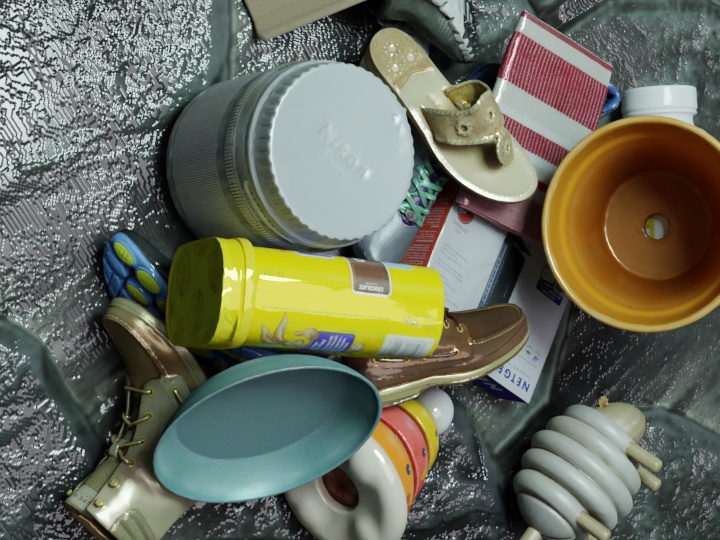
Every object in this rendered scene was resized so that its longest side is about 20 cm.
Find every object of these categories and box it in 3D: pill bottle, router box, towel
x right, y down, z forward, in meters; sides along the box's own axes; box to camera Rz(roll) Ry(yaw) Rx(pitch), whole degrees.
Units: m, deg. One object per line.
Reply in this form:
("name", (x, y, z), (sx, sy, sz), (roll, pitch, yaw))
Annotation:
("pill bottle", (0.331, -0.097, 1.525), (0.110, 0.111, 0.203), (-2, 91, -33))
("router box", (0.128, 0.011, 1.414), (0.199, 0.049, 0.181), (34, 71, -35))
("towel", (0.174, -0.136, 1.385), (0.143, 0.023, 0.203), (22, 84, -38))

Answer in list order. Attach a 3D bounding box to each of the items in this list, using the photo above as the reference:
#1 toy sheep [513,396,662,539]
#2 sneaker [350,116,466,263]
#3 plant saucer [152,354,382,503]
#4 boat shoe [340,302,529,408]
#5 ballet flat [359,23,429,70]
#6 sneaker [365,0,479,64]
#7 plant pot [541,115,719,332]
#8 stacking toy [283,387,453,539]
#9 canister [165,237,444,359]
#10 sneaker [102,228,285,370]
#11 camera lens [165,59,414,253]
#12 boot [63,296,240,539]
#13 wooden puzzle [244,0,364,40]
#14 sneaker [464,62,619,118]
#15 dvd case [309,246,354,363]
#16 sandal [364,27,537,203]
("toy sheep", (0.227, 0.218, 1.441), (0.200, 0.137, 0.138), (-47, 113, -19))
("sneaker", (0.054, -0.089, 1.336), (0.074, 0.087, 0.202), (36, 60, -29))
("plant saucer", (-0.080, 0.127, 1.163), (0.198, 0.201, 0.036), (5, 47, -33))
("boat shoe", (0.072, 0.066, 1.297), (0.198, 0.072, 0.068), (-18, 118, -21))
("ballet flat", (0.022, -0.173, 1.351), (0.069, 0.069, 0.201), (45, 66, -24))
("sneaker", (0.054, -0.258, 1.330), (0.200, 0.089, 0.067), (43, 45, -59))
("plant pot", (0.292, -0.046, 1.384), (0.183, 0.197, 0.204), (-5, 92, -73))
("stacking toy", (0.028, 0.164, 1.329), (0.199, 0.145, 0.148), (-35, 108, -46))
("canister", (-0.046, 0.028, 1.157), (0.197, 0.148, 0.088), (7, 84, -25))
("sneaker", (-0.147, 0.023, 1.244), (0.199, 0.070, 0.084), (34, 51, -26))
("camera lens", (-0.066, -0.095, 1.210), (0.158, 0.199, 0.163), (1, 89, -33))
("boot", (-0.199, 0.141, 1.195), (0.155, 0.072, 0.202), (-42, 119, -27))
("wooden puzzle", (-0.053, -0.330, 1.247), (0.046, 0.183, 0.202), (-38, 109, -55))
("sneaker", (0.190, -0.185, 1.454), (0.198, 0.078, 0.077), (-9, 93, -33))
("dvd case", (0.000, 0.000, 1.360), (0.149, 0.016, 0.201), (46, 65, -24))
("sandal", (0.091, -0.150, 1.290), (0.212, 0.070, 0.078), (45, 66, 2))
